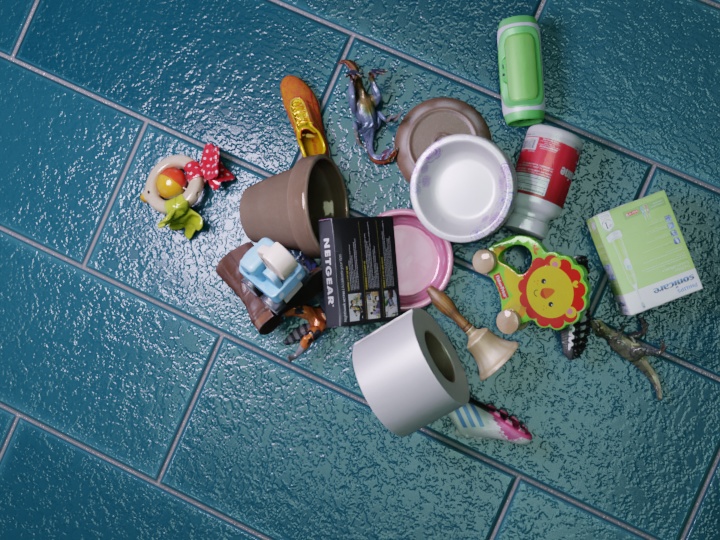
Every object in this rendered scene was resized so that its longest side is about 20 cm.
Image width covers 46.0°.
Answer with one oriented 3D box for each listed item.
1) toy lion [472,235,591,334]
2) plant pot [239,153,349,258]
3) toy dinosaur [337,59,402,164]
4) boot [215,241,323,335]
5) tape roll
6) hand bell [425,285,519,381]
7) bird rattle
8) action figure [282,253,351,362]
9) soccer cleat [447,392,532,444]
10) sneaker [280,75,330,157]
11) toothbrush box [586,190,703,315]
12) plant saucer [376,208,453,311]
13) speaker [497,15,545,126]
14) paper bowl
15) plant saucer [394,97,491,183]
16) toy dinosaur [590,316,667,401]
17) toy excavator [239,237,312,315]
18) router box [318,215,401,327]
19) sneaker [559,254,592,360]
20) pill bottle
[{"bbox_3d":[0.334,0.022,1.612,0.191,0.068,0.202,-27,78,29],"label":"toy lion"},{"bbox_3d":[-0.137,-0.120,1.660,0.173,0.200,0.203,-3,87,24],"label":"plant pot"},{"bbox_3d":[0.025,-0.313,1.708,0.104,0.201,0.183,-9,122,-6],"label":"toy dinosaur"},{"bbox_3d":[-0.180,-0.001,1.676,0.186,0.064,0.200,-39,57,1],"label":"boot"},{"bbox_3d":[0.095,0.191,1.589,0.138,0.202,0.204,-32,85,19],"label":"tape roll"},{"bbox_3d":[0.202,0.105,1.640,0.104,0.104,0.200,-43,87,2],"label":"hand bell"},{"bbox_3d":[-0.363,-0.176,1.718,0.162,0.113,0.202,23,87,22],"label":"bird rattle"},{"bbox_3d":[-0.088,0.068,1.699,0.192,0.105,0.201,-26,58,-3],"label":"action figure"},{"bbox_3d":[0.235,0.300,1.658,0.199,0.070,0.087,29,100,11],"label":"soccer cleat"},{"bbox_3d":[-0.109,-0.304,1.707,0.072,0.077,0.202,-23,84,6],"label":"sneaker"},{"bbox_3d":[0.542,-0.032,1.628,0.144,0.086,0.202,-21,85,4],"label":"toothbrush box"},{"bbox_3d":[0.085,-0.021,1.686,0.198,0.051,0.203,0,89,2],"label":"plant saucer"},{"bbox_3d":[0.316,-0.390,1.666,0.087,0.088,0.203,-4,87,5],"label":"speaker"},{"bbox_3d":[0.200,-0.157,1.615,0.198,0.104,0.203,2,97,17],"label":"paper bowl"},{"bbox_3d":[0.165,-0.251,1.699,0.198,0.037,0.203,0,87,6],"label":"plant saucer"},{"bbox_3d":[0.538,0.149,1.640,0.200,0.047,0.088,46,109,7],"label":"toy dinosaur"},{"bbox_3d":[-0.160,-0.008,1.511,0.100,0.200,0.194,-46,53,-11],"label":"toy excavator"},{"bbox_3d":[0.000,0.000,1.598,0.148,0.051,0.203,-4,89,-37],"label":"router box"},{"bbox_3d":[0.397,0.070,1.645,0.090,0.066,0.203,3,95,46],"label":"sneaker"},{"bbox_3d":[0.349,-0.169,1.639,0.111,0.112,0.202,18,90,6],"label":"pill bottle"}]
